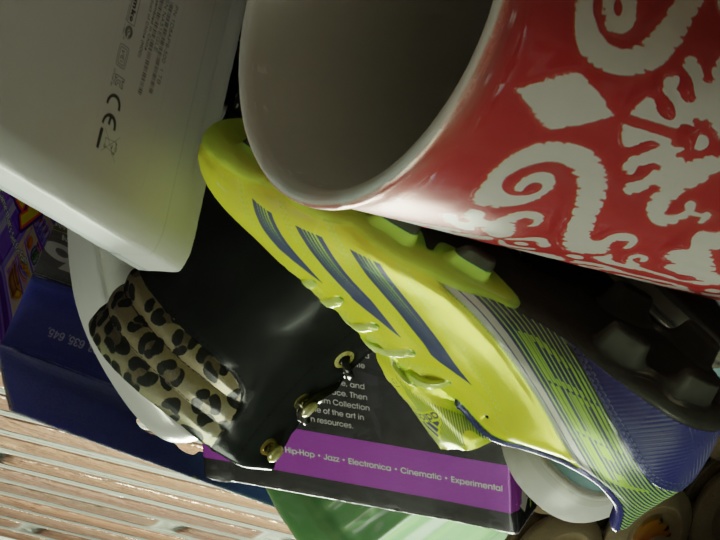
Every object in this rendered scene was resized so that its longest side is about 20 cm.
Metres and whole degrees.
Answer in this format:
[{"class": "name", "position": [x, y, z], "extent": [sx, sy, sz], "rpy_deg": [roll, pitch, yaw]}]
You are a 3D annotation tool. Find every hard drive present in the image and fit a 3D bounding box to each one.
[{"class": "hard drive", "position": [-0.103, -0.093, 0.756], "extent": [0.027, 0.132, 0.200], "rpy_deg": [4, 163, 29]}]

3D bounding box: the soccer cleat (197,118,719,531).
[{"class": "soccer cleat", "position": [0.026, 0.019, 0.795], "extent": [0.200, 0.084, 0.065], "rpy_deg": [30, -154, -2]}]

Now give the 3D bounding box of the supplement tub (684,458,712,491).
[{"class": "supplement tub", "position": [0.183, 0.084, 1.207], "extent": [0.199, 0.123, 0.122], "rpy_deg": [7, 166, 36]}]

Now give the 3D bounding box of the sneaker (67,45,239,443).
[{"class": "sneaker", "position": [-0.063, -0.026, 0.903], "extent": [0.084, 0.201, 0.073], "rpy_deg": [0, -158, 27]}]

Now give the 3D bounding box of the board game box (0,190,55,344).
[{"class": "board game box", "position": [-0.163, -0.054, 0.835], "extent": [0.045, 0.135, 0.200], "rpy_deg": [8, 146, 17]}]

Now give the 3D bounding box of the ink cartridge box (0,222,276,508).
[{"class": "ink cartridge box", "position": [-0.092, 0.018, 1.120], "extent": [0.197, 0.047, 0.200], "rpy_deg": [23, -157, -34]}]

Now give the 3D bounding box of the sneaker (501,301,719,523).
[{"class": "sneaker", "position": [0.123, 0.012, 0.916], "extent": [0.074, 0.200, 0.082], "rpy_deg": [37, 141, 4]}]

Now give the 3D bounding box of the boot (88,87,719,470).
[{"class": "boot", "position": [0.017, 0.015, 0.865], "extent": [0.203, 0.154, 0.074], "rpy_deg": [35, -164, -6]}]

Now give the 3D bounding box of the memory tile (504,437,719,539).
[{"class": "memory tile", "position": [0.146, 0.065, 1.027], "extent": [0.199, 0.154, 0.017], "rpy_deg": [-13, -149, -30]}]

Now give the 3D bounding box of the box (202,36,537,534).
[{"class": "box", "position": [0.000, 0.000, 0.949], "extent": [0.143, 0.201, 0.036], "rpy_deg": [9, -152, 23]}]

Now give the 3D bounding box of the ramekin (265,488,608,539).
[{"class": "ramekin", "position": [0.050, 0.063, 1.099], "extent": [0.200, 0.201, 0.098], "rpy_deg": [22, 134, -35]}]

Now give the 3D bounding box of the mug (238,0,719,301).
[{"class": "mug", "position": [0.075, -0.076, 0.768], "extent": [0.200, 0.178, 0.133], "rpy_deg": [17, 129, -34]}]
